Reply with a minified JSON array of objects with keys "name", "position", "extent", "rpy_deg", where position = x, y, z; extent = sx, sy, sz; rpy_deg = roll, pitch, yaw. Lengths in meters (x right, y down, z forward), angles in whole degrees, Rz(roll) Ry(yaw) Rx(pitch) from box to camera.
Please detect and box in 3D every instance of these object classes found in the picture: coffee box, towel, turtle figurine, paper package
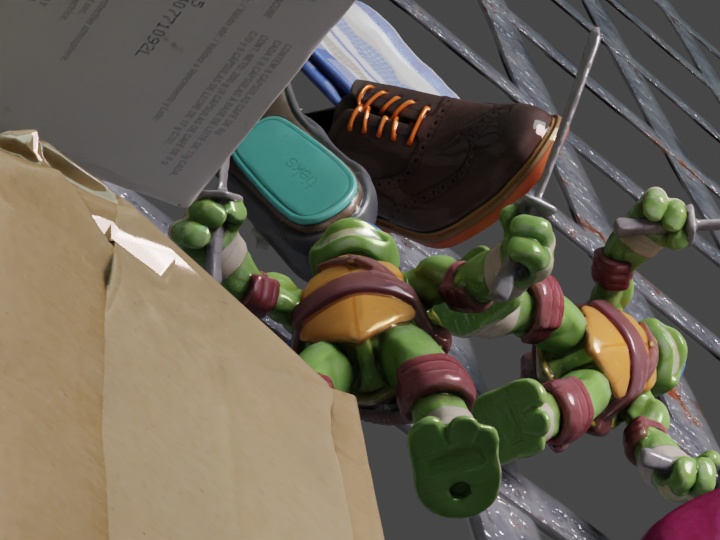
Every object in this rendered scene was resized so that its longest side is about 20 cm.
[{"name":"coffee box","position":[-0.107,-0.182,0.876],"extent":[0.200,0.200,0.198],"rpy_deg":[20,39,-31]},{"name":"towel","position":[0.012,-0.124,1.552],"extent":[0.147,0.024,0.200],"rpy_deg":[46,16,8]},{"name":"turtle figurine","position":[0.000,0.000,0.968],"extent":[0.144,0.200,0.194],"rpy_deg":[22,32,-18]},{"name":"paper package","position":[-0.089,0.107,0.410],"extent":[0.103,0.200,0.191],"rpy_deg":[38,17,-22]},{"name":"turtle figurine","position":[0.142,0.035,1.186],"extent":[0.200,0.144,0.194],"rpy_deg":[20,14,38]}]

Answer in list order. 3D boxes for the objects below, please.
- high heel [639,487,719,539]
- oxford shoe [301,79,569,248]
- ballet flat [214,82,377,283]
[{"name":"high heel","position":[0.172,0.186,1.032],"extent":[0.067,0.096,0.200],"rpy_deg":[31,20,-39]},{"name":"oxford shoe","position":[0.022,-0.057,1.182],"extent":[0.073,0.071,0.200],"rpy_deg":[43,-29,-23]},{"name":"ballet flat","position":[-0.050,-0.059,1.180],"extent":[0.073,0.073,0.200],"rpy_deg":[27,17,-46]}]
